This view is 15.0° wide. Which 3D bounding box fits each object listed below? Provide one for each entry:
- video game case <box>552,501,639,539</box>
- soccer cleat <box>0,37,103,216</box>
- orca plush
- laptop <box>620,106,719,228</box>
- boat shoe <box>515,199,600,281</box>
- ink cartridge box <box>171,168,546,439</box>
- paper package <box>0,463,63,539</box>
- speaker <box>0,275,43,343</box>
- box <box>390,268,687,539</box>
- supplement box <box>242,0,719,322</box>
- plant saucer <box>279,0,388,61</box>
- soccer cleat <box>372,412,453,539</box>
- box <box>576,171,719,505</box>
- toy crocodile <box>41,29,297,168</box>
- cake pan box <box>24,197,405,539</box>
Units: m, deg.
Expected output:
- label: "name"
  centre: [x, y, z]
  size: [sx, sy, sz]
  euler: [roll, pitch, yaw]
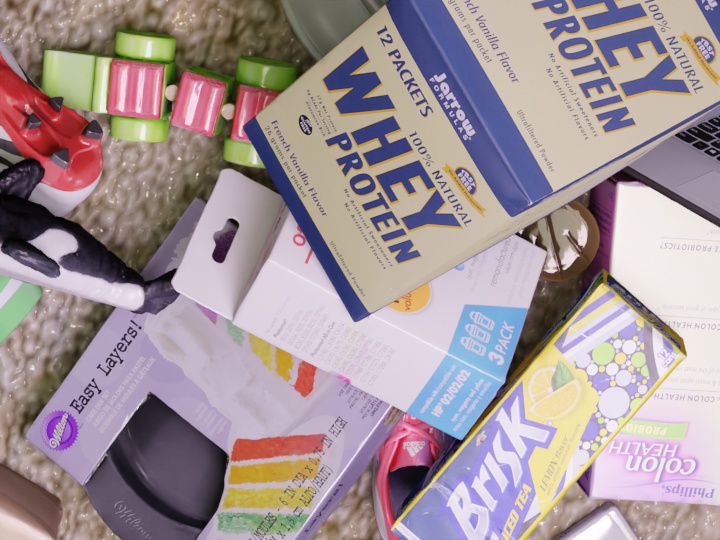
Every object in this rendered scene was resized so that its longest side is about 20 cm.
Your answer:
- label: "video game case"
  centre: [0.145, 0.283, 1.795]
  size: [0.181, 0.024, 0.201]
  euler: [-34, 99, 0]
- label: "soccer cleat"
  centre: [-0.237, -0.114, 1.684]
  size: [0.200, 0.085, 0.069]
  euler: [46, 51, 6]
- label: "orca plush"
  centre: [-0.189, -0.030, 1.618]
  size: [0.199, 0.105, 0.072]
  euler: [16, 84, -24]
- label: "laptop"
  centre: [0.285, -0.104, 1.658]
  size: [0.199, 0.187, 0.117]
  euler: [-23, 132, -39]
- label: "boat shoe"
  centre: [0.058, -0.054, 1.717]
  size: [0.199, 0.066, 0.074]
  euler: [32, 96, 4]
- label: "ink cartridge box"
  centre: [0.000, 0.000, 1.637]
  size: [0.199, 0.116, 0.068]
  euler: [27, 137, -6]
- label: "paper package"
  centre: [-0.311, 0.185, 1.702]
  size: [0.199, 0.103, 0.191]
  euler: [30, 96, -9]
- label: "speaker"
  centre: [-0.291, -0.030, 1.681]
  size: [0.088, 0.088, 0.200]
  euler: [-45, 99, 3]
- label: "box"
  centre: [0.107, 0.099, 1.656]
  size: [0.070, 0.064, 0.200]
  euler: [40, 99, 0]
- label: "supplement box"
  centre: [0.079, -0.096, 1.546]
  size: [0.199, 0.200, 0.135]
  euler: [-29, 87, -35]
- label: "plant saucer"
  centre: [0.044, -0.199, 1.702]
  size: [0.198, 0.050, 0.202]
  euler: [-1, 98, -5]
- label: "soccer cleat"
  centre: [0.031, 0.086, 1.729]
  size: [0.066, 0.076, 0.202]
  euler: [-5, 99, -4]
- label: "box"
  centre: [0.231, 0.043, 1.731]
  size: [0.174, 0.097, 0.202]
  euler: [3, 97, -5]
- label: "toy crocodile"
  centre: [-0.103, -0.106, 1.689]
  size: [0.198, 0.062, 0.068]
  euler: [12, 99, 7]
- label: "cake pan box"
  centre: [-0.086, 0.086, 1.704]
  size: [0.184, 0.052, 0.200]
  euler: [39, 96, 14]
